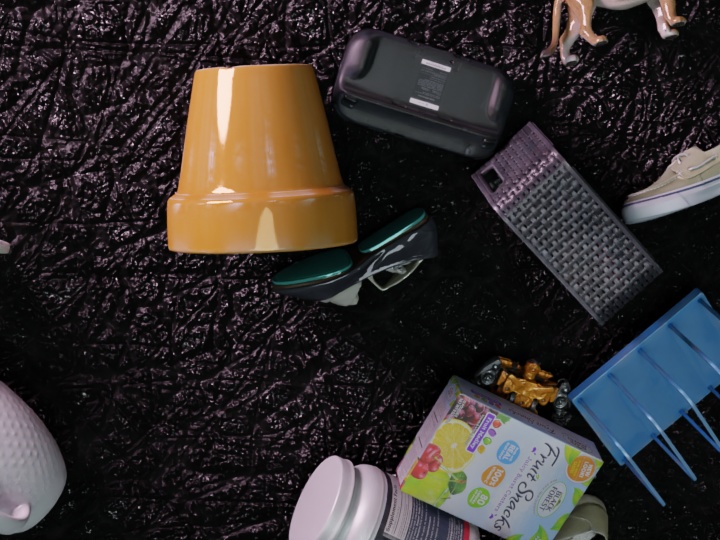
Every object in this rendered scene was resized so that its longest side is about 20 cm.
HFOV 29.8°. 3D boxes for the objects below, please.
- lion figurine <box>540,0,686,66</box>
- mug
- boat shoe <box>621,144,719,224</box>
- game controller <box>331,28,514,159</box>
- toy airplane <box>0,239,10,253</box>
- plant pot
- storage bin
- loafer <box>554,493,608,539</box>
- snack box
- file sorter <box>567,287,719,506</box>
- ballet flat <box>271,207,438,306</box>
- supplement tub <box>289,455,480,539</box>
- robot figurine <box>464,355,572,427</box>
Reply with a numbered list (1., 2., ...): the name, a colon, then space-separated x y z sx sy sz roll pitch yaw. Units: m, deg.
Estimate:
1. lion figurine: 0.278 -0.300 1.442 0.198 0.072 0.124 -12 79 4
2. mug: -0.411 0.214 1.474 0.147 0.200 0.175 -42 117 4
3. boat shoe: 0.385 -0.110 1.544 0.198 0.072 0.063 -21 88 -3
4. game controller: 0.070 -0.192 1.479 0.198 0.042 0.105 15 94 -14
5. toy airplane: -0.441 -0.048 1.401 0.199 0.141 0.200 -33 80 19
6. plant pot: -0.105 -0.118 1.407 0.198 0.200 0.186 -3 95 -7
7. storage bin: 0.228 -0.053 1.496 0.094 0.135 0.200 -41 111 9
8. loafer: 0.234 0.366 1.694 0.075 0.068 0.200 36 102 -19
9. snack box: 0.161 0.228 1.577 0.199 0.053 0.143 26 107 -15
10. file sorter: 0.376 0.154 1.582 0.200 0.123 0.139 -40 125 1
11. ballet flat: 0.000 0.000 1.522 0.198 0.073 0.074 -25 112 -1
12. supplement tub: 0.030 0.318 1.607 0.199 0.141 0.141 28 105 -17
13. robot figurine: 0.167 0.190 1.623 0.144 0.058 0.202 18 108 -15
